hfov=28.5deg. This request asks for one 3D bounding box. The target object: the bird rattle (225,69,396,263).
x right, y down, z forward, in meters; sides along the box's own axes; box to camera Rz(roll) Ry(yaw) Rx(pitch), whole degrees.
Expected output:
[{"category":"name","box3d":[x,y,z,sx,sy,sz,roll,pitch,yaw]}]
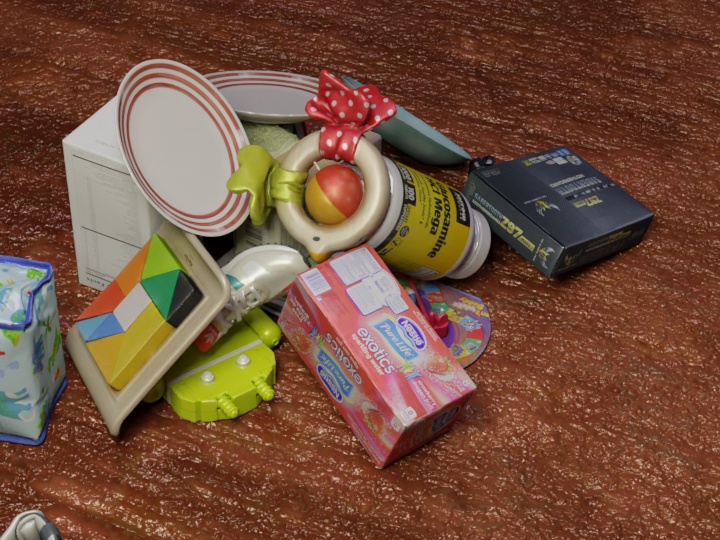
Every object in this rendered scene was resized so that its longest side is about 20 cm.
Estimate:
[{"category":"bird rattle","box3d":[-0.033,-0.102,1.502,0.199,0.113,0.164,-35,76,3]}]

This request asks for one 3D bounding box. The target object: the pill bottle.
[{"category":"pill bottle","box3d":[0.056,-0.054,1.592,0.199,0.113,0.112,19,21,-47]}]

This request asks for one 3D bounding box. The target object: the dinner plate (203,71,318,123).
[{"category":"dinner plate","box3d":[-0.113,-0.210,1.740,0.198,0.025,0.201,3,22,-1]}]

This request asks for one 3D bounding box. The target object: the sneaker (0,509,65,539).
[{"category":"sneaker","box3d":[-0.235,0.262,1.242,0.201,0.147,0.077,-22,44,-30]}]

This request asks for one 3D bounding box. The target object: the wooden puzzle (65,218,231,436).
[{"category":"wooden puzzle","box3d":[-0.229,0.046,1.469,0.037,0.201,0.185,33,8,-38]}]

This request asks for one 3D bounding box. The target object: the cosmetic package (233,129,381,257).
[{"category":"cosmetic package","box3d":[-0.061,-0.088,1.670,0.071,0.106,0.200,24,39,29]}]

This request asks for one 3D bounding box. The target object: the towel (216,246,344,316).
[{"category":"towel","box3d":[-0.069,-0.014,1.679,0.148,0.031,0.200,22,40,25]}]

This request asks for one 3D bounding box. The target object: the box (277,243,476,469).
[{"category":"box","box3d":[0.014,0.086,1.469,0.102,0.095,0.201,-25,67,-31]}]

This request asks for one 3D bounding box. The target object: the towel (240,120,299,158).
[{"category":"towel","box3d":[-0.180,-0.144,1.715,0.199,0.037,0.148,21,49,36]}]

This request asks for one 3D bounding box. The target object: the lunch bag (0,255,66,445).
[{"category":"lunch bag","box3d":[-0.411,0.076,1.434,0.198,0.171,0.128,8,39,4]}]

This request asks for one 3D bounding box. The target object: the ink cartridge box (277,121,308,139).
[{"category":"ink cartridge box","box3d":[-0.135,-0.160,1.806,0.115,0.068,0.201,-5,38,11]}]

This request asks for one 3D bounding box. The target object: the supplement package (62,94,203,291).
[{"category":"supplement package","box3d":[-0.254,-0.075,1.604,0.113,0.202,0.110,20,42,20]}]

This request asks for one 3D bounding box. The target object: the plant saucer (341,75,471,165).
[{"category":"plant saucer","box3d":[0.052,-0.183,1.834,0.200,0.039,0.201,31,10,-6]}]

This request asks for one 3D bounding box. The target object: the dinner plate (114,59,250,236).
[{"category":"dinner plate","box3d":[-0.189,-0.128,1.508,0.024,0.201,0.201,-23,25,34]}]

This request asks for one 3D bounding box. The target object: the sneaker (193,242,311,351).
[{"category":"sneaker","box3d":[-0.142,0.041,1.490,0.198,0.071,0.094,-15,47,17]}]

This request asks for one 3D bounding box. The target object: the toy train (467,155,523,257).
[{"category":"toy train","box3d":[0.182,-0.080,1.776,0.045,0.034,0.201,-12,42,-15]}]

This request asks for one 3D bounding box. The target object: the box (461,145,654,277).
[{"category":"box","box3d":[0.239,-0.076,1.716,0.199,0.051,0.158,-18,51,-43]}]

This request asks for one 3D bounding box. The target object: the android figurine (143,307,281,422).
[{"category":"android figurine","box3d":[-0.171,0.093,1.536,0.181,0.041,0.200,-22,44,-28]}]

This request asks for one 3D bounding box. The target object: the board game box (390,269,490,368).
[{"category":"board game box","box3d":[0.053,0.041,1.613,0.198,0.039,0.158,22,43,21]}]
